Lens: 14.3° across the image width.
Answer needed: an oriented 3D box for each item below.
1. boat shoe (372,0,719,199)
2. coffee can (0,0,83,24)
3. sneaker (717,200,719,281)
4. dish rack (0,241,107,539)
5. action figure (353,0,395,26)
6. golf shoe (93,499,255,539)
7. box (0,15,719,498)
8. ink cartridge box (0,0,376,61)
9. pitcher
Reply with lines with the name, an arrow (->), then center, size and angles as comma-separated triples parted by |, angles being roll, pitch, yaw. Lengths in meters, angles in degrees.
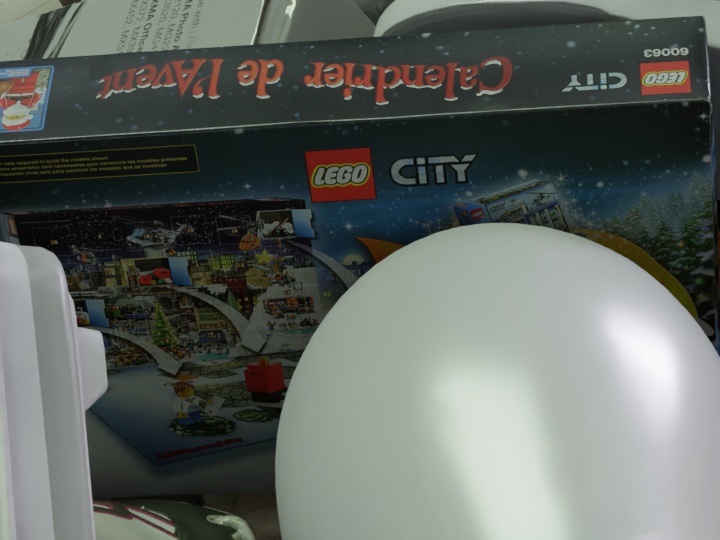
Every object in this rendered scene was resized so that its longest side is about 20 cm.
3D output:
boat shoe -> 0.102, -0.062, 0.812 | 0.199, 0.074, 0.066 | 6, 42, -1
coffee can -> -0.128, -0.102, 1.212 | 0.200, 0.147, 0.146 | -32, 24, -22
sneaker -> 0.126, -0.017, 0.849 | 0.199, 0.090, 0.070 | -10, 25, 29
dish rack -> -0.104, 0.096, 0.696 | 0.043, 0.172, 0.200 | 7, -33, -28
action figure -> -0.015, -0.086, 0.972 | 0.200, 0.054, 0.119 | -45, 35, 44
golf shoe -> -0.060, 0.088, 0.778 | 0.088, 0.078, 0.200 | -16, 6, -19
box -> 0.000, 0.000, 0.802 | 0.199, 0.137, 0.038 | -3, 41, 5
ink cartridge box -> -0.071, -0.008, 0.916 | 0.199, 0.145, 0.084 | -11, 48, 32
pitcher -> 0.025, 0.087, 0.702 | 0.171, 0.121, 0.200 | -36, 29, 12
